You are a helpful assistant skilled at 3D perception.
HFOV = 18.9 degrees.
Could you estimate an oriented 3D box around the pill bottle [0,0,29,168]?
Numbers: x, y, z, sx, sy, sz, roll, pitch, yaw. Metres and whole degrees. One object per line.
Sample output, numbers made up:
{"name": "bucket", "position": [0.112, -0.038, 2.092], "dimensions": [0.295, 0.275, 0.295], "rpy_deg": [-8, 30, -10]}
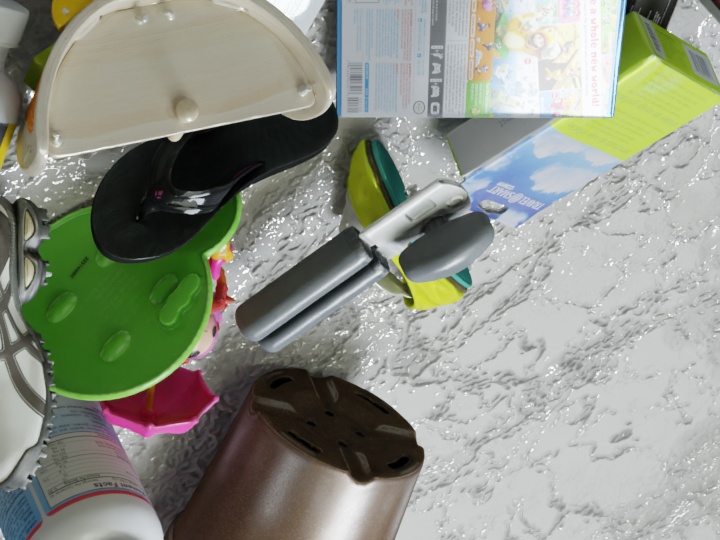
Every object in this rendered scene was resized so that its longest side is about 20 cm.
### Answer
{"name": "pill bottle", "position": [-0.275, -0.080, 1.331], "dimensions": [0.112, 0.112, 0.201], "rpy_deg": [13, 102, -41]}

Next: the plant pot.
{"name": "plant pot", "position": [-0.054, 0.200, 1.734], "dimensions": [0.199, 0.200, 0.199], "rpy_deg": [5, 120, -37]}

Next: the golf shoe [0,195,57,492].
{"name": "golf shoe", "position": [-0.256, 0.048, 1.431], "dimensions": [0.094, 0.201, 0.078], "rpy_deg": [5, 162, -38]}

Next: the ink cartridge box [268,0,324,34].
{"name": "ink cartridge box", "position": [-0.075, -0.254, 1.369], "dimensions": [0.199, 0.041, 0.200], "rpy_deg": [9, 125, -39]}

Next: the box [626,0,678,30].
{"name": "box", "position": [0.153, -0.235, 1.535], "dimensions": [0.197, 0.050, 0.201], "rpy_deg": [-6, 134, -28]}

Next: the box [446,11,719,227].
{"name": "box", "position": [0.160, -0.109, 1.622], "dimensions": [0.200, 0.048, 0.122], "rpy_deg": [-32, 153, 26]}

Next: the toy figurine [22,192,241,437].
{"name": "toy figurine", "position": [-0.148, 0.039, 1.578], "dimensions": [0.200, 0.150, 0.184], "rpy_deg": [-52, 158, -16]}

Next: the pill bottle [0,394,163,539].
{"name": "pill bottle", "position": [-0.210, 0.179, 1.588], "dimensions": [0.108, 0.200, 0.109], "rpy_deg": [-18, 138, -17]}

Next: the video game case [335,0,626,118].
{"name": "video game case", "position": [0.083, -0.168, 1.499], "dimensions": [0.199, 0.018, 0.144], "rpy_deg": [0, 129, -1]}

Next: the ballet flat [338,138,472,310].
{"name": "ballet flat", "position": [0.022, -0.025, 1.651], "dimensions": [0.067, 0.067, 0.200], "rpy_deg": [-22, 144, 13]}

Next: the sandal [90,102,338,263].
{"name": "sandal", "position": [-0.103, -0.078, 1.489], "dimensions": [0.200, 0.075, 0.048], "rpy_deg": [-35, 173, -20]}

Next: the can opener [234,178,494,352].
{"name": "can opener", "position": [0.000, 0.000, 1.568], "dimensions": [0.199, 0.067, 0.053], "rpy_deg": [-31, 145, 15]}

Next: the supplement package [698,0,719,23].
{"name": "supplement package", "position": [0.337, -0.189, 1.586], "dimensions": [0.114, 0.200, 0.109], "rpy_deg": [-48, 139, 16]}

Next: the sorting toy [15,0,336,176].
{"name": "sorting toy", "position": [-0.147, -0.116, 1.397], "dimensions": [0.199, 0.107, 0.180], "rpy_deg": [-13, 172, -24]}
